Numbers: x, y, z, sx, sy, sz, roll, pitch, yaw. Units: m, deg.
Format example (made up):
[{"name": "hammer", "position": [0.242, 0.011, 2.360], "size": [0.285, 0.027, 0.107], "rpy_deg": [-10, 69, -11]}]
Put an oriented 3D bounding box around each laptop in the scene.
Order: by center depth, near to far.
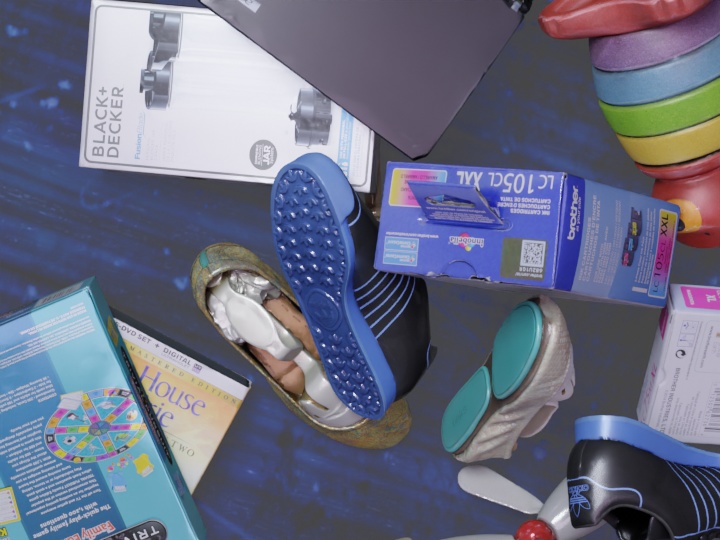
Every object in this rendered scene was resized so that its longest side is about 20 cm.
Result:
[{"name": "laptop", "position": [0.018, -0.200, 1.111], "size": [0.177, 0.200, 0.103], "rpy_deg": [36, 124, -8]}]

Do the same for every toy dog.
[{"name": "toy dog", "position": [0.085, 0.210, 1.216], "size": [0.199, 0.096, 0.133], "rpy_deg": [-7, 92, -15]}]

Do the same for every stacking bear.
[{"name": "stacking bear", "position": [0.219, -0.107, 1.153], "size": [0.121, 0.114, 0.201], "rpy_deg": [-4, 116, 39]}]

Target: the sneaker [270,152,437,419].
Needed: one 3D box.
[{"name": "sneaker", "position": [0.000, 0.000, 1.126], "size": [0.078, 0.070, 0.201], "rpy_deg": [-41, 130, -37]}]

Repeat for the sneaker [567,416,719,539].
[{"name": "sneaker", "position": [0.226, 0.165, 1.180], "size": [0.199, 0.070, 0.078], "rpy_deg": [19, 69, -23]}]

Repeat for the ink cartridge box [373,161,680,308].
[{"name": "ink cartridge box", "position": [0.102, -0.023, 1.089], "size": [0.136, 0.200, 0.077], "rpy_deg": [6, 90, 35]}]

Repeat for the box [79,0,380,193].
[{"name": "box", "position": [-0.084, -0.116, 1.139], "size": [0.199, 0.060, 0.117], "rpy_deg": [7, 94, 5]}]

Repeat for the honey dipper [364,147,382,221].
[{"name": "honey dipper", "position": [0.009, -0.098, 1.180], "size": [0.038, 0.038, 0.201], "rpy_deg": [-1, 95, -3]}]

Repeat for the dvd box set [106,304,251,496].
[{"name": "dvd box set", "position": [-0.187, 0.134, 1.205], "size": [0.146, 0.029, 0.201], "rpy_deg": [29, 97, -7]}]

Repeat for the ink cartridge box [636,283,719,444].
[{"name": "ink cartridge box", "position": [0.305, 0.072, 1.197], "size": [0.199, 0.042, 0.120], "rpy_deg": [5, 126, -2]}]

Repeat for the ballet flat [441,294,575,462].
[{"name": "ballet flat", "position": [0.113, 0.075, 1.151], "size": [0.062, 0.200, 0.068], "rpy_deg": [8, 61, -14]}]

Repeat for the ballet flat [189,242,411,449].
[{"name": "ballet flat", "position": [-0.043, 0.061, 1.184], "size": [0.071, 0.071, 0.200], "rpy_deg": [-45, 99, 4]}]

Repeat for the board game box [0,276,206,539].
[{"name": "board game box", "position": [-0.214, 0.126, 1.162], "size": [0.150, 0.047, 0.201], "rpy_deg": [-22, 100, 1]}]
